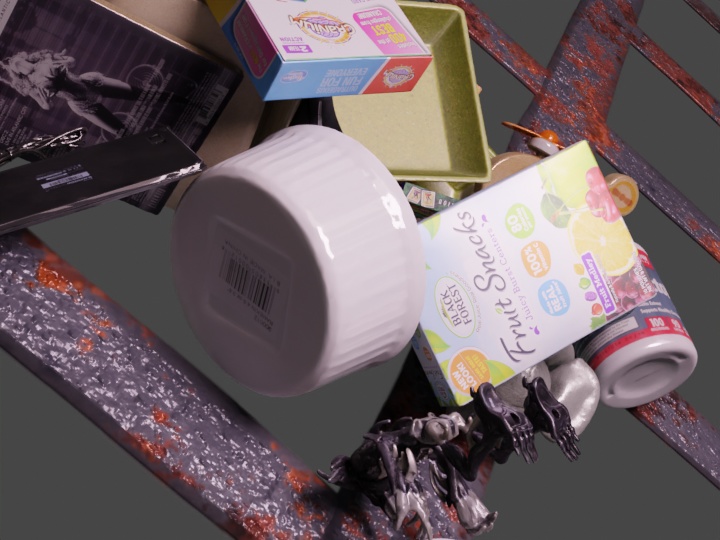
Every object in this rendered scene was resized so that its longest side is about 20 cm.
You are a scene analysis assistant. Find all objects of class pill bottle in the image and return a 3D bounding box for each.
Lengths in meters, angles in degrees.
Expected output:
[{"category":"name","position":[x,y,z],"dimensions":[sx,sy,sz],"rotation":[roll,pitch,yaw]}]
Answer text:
[{"category":"pill bottle","position":[0.274,0.036,1.230],"dimensions":[0.119,0.120,0.202],"rotation":[14,44,-36]}]

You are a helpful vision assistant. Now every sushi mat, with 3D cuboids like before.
[{"category":"sushi mat","position":[-0.079,-0.142,0.981],"dimensions":[0.012,0.201,0.097],"rotation":[5,49,-26]}]

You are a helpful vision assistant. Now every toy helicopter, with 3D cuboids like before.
[{"category":"toy helicopter","position":[0.210,-0.090,1.197],"dimensions":[0.197,0.134,0.079],"rotation":[-2,9,-23]}]

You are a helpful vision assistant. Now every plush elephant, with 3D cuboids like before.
[{"category":"plush elephant","position":[0.127,0.076,1.007],"dimensions":[0.164,0.200,0.156],"rotation":[35,56,-15]}]

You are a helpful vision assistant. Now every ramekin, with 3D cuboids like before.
[{"category":"ramekin","position":[-0.056,-0.002,0.862],"dimensions":[0.097,0.201,0.201],"rotation":[-25,72,-47]}]

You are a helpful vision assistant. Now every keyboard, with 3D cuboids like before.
[{"category":"keyboard","position":[-0.226,-0.070,0.834],"dimensions":[0.198,0.021,0.127],"rotation":[-19,39,-27]}]

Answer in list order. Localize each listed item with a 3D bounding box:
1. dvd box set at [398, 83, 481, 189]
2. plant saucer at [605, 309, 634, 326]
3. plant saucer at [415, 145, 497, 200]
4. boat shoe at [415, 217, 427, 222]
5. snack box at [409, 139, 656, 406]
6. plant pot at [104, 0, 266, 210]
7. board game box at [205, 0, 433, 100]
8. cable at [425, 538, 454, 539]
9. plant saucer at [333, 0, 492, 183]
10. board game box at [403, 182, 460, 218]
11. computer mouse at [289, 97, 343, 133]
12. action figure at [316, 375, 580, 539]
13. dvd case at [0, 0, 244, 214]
[{"category":"dvd box set","position":[0.018,-0.160,1.161],"dimensions":[0.146,0.029,0.201],"rotation":[36,62,-1]},{"category":"plant saucer","position":[0.170,0.021,1.104],"dimensions":[0.200,0.200,0.039],"rotation":[29,67,-21]},{"category":"plant saucer","position":[0.074,-0.140,1.258],"dimensions":[0.200,0.048,0.200],"rotation":[48,34,5]},{"category":"boat shoe","position":[0.000,0.000,0.966],"dimensions":[0.197,0.074,0.075],"rotation":[-2,15,10]},{"category":"snack box","position":[0.124,0.002,0.910],"dimensions":[0.198,0.053,0.144],"rotation":[-26,90,-17]},{"category":"plant pot","position":[-0.169,-0.199,0.965],"dimensions":[0.198,0.177,0.201],"rotation":[22,39,-27]},{"category":"board game box","position":[-0.053,-0.225,0.893],"dimensions":[0.152,0.040,0.201],"rotation":[-10,59,-38]},{"category":"cable","position":[0.074,0.289,0.794],"dimensions":[0.198,0.069,0.201],"rotation":[28,37,-23]},{"category":"plant saucer","position":[0.020,-0.172,1.120],"dimensions":[0.197,0.048,0.202],"rotation":[0,70,-20]},{"category":"board game box","position":[0.131,-0.027,1.107],"dimensions":[0.197,0.105,0.024],"rotation":[19,68,5]},{"category":"computer mouse","position":[-0.071,-0.116,1.014],"dimensions":[0.046,0.140,0.202],"rotation":[12,54,-35]},{"category":"action figure","position":[0.056,0.150,0.827],"dimensions":[0.118,0.199,0.103],"rotation":[-2,69,-49]},{"category":"dvd case","position":[-0.212,-0.138,0.878],"dimensions":[0.198,0.149,0.016],"rotation":[23,29,-28]}]
